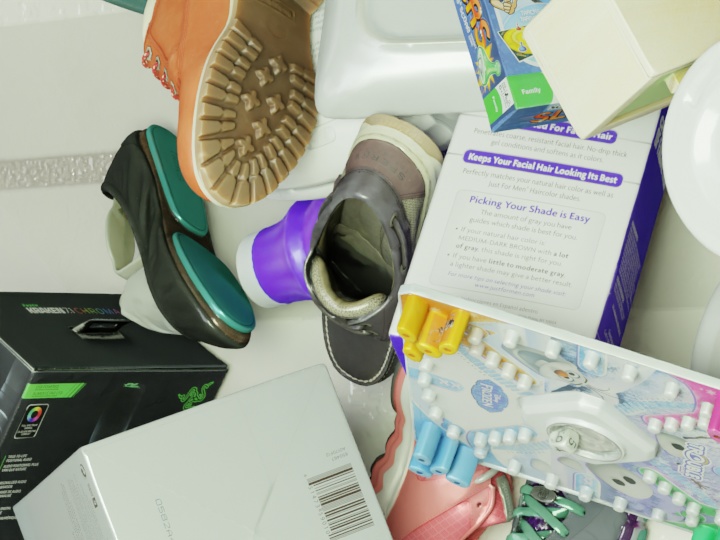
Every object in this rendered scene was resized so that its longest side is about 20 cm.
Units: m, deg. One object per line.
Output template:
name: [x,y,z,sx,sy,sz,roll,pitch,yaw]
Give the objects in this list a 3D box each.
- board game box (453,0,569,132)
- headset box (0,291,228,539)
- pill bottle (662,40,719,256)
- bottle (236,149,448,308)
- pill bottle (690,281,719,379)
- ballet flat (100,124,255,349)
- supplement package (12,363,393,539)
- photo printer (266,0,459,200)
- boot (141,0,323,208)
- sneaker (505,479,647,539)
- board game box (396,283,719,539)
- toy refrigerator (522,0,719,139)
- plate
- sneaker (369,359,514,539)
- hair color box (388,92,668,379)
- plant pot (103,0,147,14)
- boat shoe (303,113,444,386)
board game box: [0.141,-0.151,1.437,0.034,0.199,0.136,-42,62,61]
headset box: [-0.196,0.108,1.724,0.093,0.174,0.201,38,111,34]
pill bottle: [0.242,-0.055,1.346,0.111,0.199,0.112,-1,88,40]
bottle: [0.015,-0.024,1.620,0.199,0.065,0.084,-19,83,38]
pill bottle: [0.271,0.063,1.378,0.199,0.112,0.113,21,102,37]
ballet flat: [-0.115,-0.005,1.702,0.068,0.068,0.201,-43,39,17]
supplement package: [-0.086,0.163,1.584,0.153,0.150,0.200,69,158,7]
photo printer: [-0.001,-0.138,1.593,0.166,0.069,0.201,-16,57,38]
boot: [-0.080,-0.109,1.553,0.107,0.075,0.201,-24,44,38]
sneaker: [0.101,0.164,1.532,0.074,0.087,0.202,14,98,38]
board game box: [0.114,0.086,1.422,0.199,0.200,0.026,18,67,12]
toy refrigerator: [0.185,-0.132,1.375,0.070,0.199,0.076,62,147,10]
plate: [0.074,-0.180,1.505,0.198,0.032,0.201,-2,66,15]
sneaker: [0.060,0.102,1.591,0.086,0.074,0.201,29,115,25]
hair color box: [0.097,-0.030,1.479,0.109,0.065,0.201,10,66,19]
plant pot: [-0.149,-0.227,1.672,0.141,0.199,0.142,22,103,37]
boat shoe: [0.000,0.000,1.536,0.072,0.065,0.201,31,143,15]
